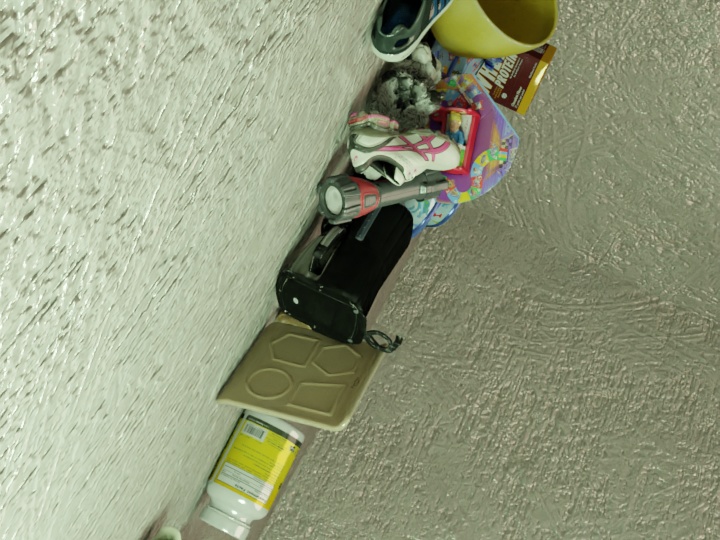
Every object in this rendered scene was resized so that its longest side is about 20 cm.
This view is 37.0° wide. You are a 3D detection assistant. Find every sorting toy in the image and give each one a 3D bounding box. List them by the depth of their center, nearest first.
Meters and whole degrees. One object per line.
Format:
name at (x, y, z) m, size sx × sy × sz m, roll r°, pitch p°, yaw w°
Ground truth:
sorting toy at (-0.079, 0.151, 1.522) m, size 0.185 × 0.199 × 0.037 m, roll -58°, pitch 150°, yaw -50°

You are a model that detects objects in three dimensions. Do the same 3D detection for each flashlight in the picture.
flashlight at (0.030, -0.115, 1.536) m, size 0.199 × 0.068 × 0.068 m, roll -17°, pitch 166°, yaw -41°

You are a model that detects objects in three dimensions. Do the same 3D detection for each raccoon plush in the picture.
raccoon plush at (0.051, -0.250, 1.616) m, size 0.200 × 0.097 × 0.134 m, roll -48°, pitch -167°, yaw 29°

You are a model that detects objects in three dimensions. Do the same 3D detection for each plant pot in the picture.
plant pot at (0.190, -0.412, 1.691) m, size 0.142 × 0.200 × 0.200 m, roll -27°, pitch -154°, yaw 48°

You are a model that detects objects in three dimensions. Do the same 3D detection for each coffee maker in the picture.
coffee maker at (0.000, 0.000, 1.573) m, size 0.135 × 0.192 × 0.200 m, roll -39°, pitch -165°, yaw 54°

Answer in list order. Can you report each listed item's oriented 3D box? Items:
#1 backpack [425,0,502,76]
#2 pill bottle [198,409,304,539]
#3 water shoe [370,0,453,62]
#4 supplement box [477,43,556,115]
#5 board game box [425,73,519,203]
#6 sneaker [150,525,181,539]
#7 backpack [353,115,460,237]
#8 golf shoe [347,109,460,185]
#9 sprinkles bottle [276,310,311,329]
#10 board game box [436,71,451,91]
backpack at (0.185, -0.396, 1.867) m, size 0.201 × 0.134 × 0.183 m, roll -64°, pitch 175°, yaw 6°
pill bottle at (-0.183, 0.335, 1.775) m, size 0.201 × 0.112 × 0.112 m, roll -63°, pitch 174°, yaw -14°
water shoe at (0.079, -0.354, 1.358) m, size 0.079 × 0.071 × 0.201 m, roll 95°, pitch 21°, yaw -70°
supplement box at (0.332, -0.484, 2.516) m, size 0.133 × 0.199 × 0.197 m, roll -67°, pitch 174°, yaw 26°
board game box at (0.134, -0.200, 1.599) m, size 0.158 × 0.201 × 0.039 m, roll -39°, pitch 153°, yaw 17°
sneaker at (-0.283, 0.398, 1.396) m, size 0.200 × 0.067 × 0.090 m, roll -44°, pitch 151°, yaw -76°
backpack at (0.084, -0.148, 1.744) m, size 0.201 × 0.147 × 0.183 m, roll -59°, pitch -153°, yaw -4°
golf shoe at (0.060, -0.159, 1.509) m, size 0.072 × 0.199 × 0.093 m, roll -12°, pitch -106°, yaw 50°
sprinkles bottle at (-0.062, 0.017, 1.721) m, size 0.200 × 0.068 × 0.068 m, roll -61°, pitch 174°, yaw -33°
board game box at (0.113, -0.285, 1.753) m, size 0.200 × 0.120 × 0.032 m, roll 79°, pitch 36°, yaw -80°
